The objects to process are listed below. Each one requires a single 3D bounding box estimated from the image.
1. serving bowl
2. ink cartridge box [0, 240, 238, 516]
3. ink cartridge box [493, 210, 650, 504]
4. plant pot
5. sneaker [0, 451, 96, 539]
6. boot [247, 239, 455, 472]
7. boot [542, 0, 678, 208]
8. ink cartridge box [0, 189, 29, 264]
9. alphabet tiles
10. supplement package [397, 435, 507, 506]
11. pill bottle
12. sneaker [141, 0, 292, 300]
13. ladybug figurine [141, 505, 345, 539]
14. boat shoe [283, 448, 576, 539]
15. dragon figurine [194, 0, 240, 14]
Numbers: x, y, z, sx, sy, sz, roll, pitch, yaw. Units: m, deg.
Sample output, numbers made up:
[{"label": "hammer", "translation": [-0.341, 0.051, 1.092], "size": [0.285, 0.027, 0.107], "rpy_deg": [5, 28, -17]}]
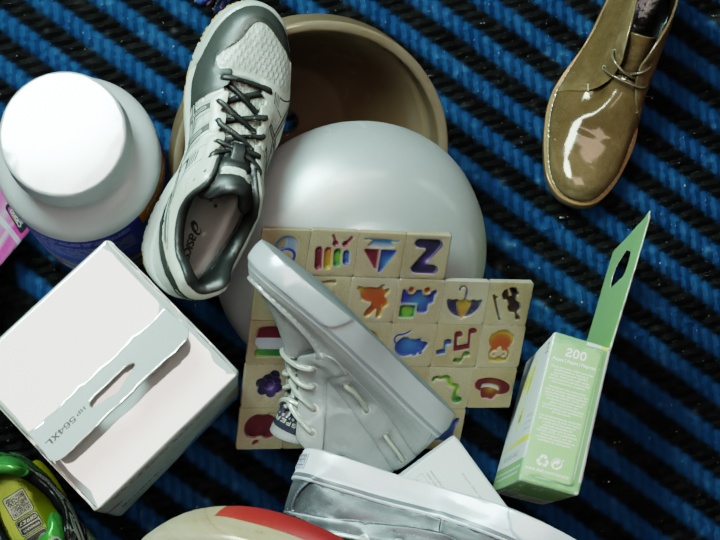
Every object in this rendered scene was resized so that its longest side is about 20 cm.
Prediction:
[{"label": "serving bowl", "translation": [0.000, 0.000, 1.149], "size": [0.198, 0.066, 0.202], "rpy_deg": [-6, 115, -13]}, {"label": "ink cartridge box", "translation": [-0.168, 0.076, 1.107], "size": [0.125, 0.200, 0.129], "rpy_deg": [45, 80, 4]}, {"label": "ink cartridge box", "translation": [0.147, 0.062, 1.161], "size": [0.048, 0.146, 0.202], "rpy_deg": [15, 79, 1]}, {"label": "plant pot", "translation": [-0.043, -0.094, 1.182], "size": [0.199, 0.093, 0.202], "rpy_deg": [-6, 116, -13]}, {"label": "sneaker", "translation": [-0.208, 0.213, 1.139], "size": [0.078, 0.085, 0.200], "rpy_deg": [-39, 86, -10]}, {"label": "boot", "translation": [-0.027, 0.073, 1.087], "size": [0.096, 0.074, 0.200], "rpy_deg": [-45, 119, 1]}, {"label": "boot", "translation": [0.191, -0.145, 1.238], "size": [0.073, 0.075, 0.201], "rpy_deg": [21, 80, -2]}, {"label": "ink cartridge box", "translation": [-0.304, -0.011, 1.119], "size": [0.037, 0.200, 0.095], "rpy_deg": [-11, 120, 31]}, {"label": "alphabet tiles", "translation": [0.019, 0.050, 1.136], "size": [0.198, 0.008, 0.168], "rpy_deg": [1, 114, -16]}, {"label": "supplement package", "translation": [0.022, 0.237, 1.116], "size": [0.199, 0.152, 0.151], "rpy_deg": [-36, 83, -9]}, {"label": "pill bottle", "translation": [-0.188, -0.068, 1.129], "size": [0.111, 0.200, 0.113], "rpy_deg": [0, 80, -1]}, {"label": "sneaker", "translation": [-0.081, -0.074, 1.065], "size": [0.075, 0.088, 0.202], "rpy_deg": [13, 96, -22]}, {"label": "ladybug figurine", "translation": [-0.042, 0.202, 0.988], "size": [0.199, 0.136, 0.072], "rpy_deg": [24, 40, 8]}, {"label": "boat shoe", "translation": [0.047, 0.171, 1.017], "size": [0.198, 0.072, 0.068], "rpy_deg": [17, 76, 4]}, {"label": "dragon figurine", "translation": [-0.091, -0.291, 1.250], "size": [0.099, 0.059, 0.201], "rpy_deg": [31, 80, 2]}]
